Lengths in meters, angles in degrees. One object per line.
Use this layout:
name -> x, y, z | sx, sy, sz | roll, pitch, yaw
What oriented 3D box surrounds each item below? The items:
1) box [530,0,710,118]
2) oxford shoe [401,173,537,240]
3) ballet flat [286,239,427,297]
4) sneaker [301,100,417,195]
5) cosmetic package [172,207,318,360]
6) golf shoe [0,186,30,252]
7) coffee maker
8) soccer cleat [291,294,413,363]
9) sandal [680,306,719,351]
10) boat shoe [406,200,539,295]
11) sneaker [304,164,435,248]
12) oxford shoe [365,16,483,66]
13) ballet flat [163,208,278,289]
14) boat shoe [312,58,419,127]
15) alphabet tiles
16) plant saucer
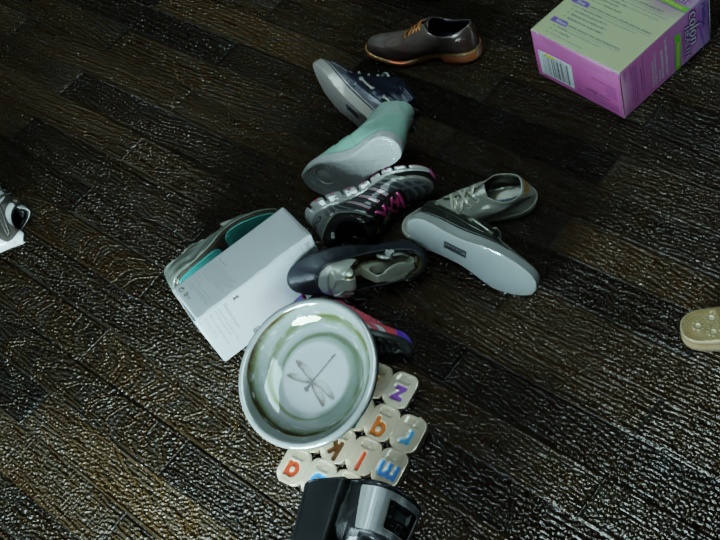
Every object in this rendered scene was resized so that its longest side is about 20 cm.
box -> 0.392, -0.356, 1.649 | 0.200, 0.097, 0.176 | -43, 52, -14
oxford shoe -> 0.152, -0.093, 1.558 | 0.199, 0.058, 0.075 | -15, 54, 10
ballet flat -> 0.000, 0.000, 1.503 | 0.199, 0.073, 0.073 | -11, 49, -12
sneaker -> 0.003, -0.186, 1.653 | 0.200, 0.074, 0.118 | -21, 31, 40
cosmetic package -> -0.150, 0.019, 1.543 | 0.200, 0.113, 0.081 | -37, 51, -8
golf shoe -> -0.599, -0.102, 1.828 | 0.094, 0.078, 0.200 | -8, 51, -9
coffee maker -> -0.039, 0.343, 1.242 | 0.192, 0.135, 0.200 | 2, 54, 21
soccer cleat -> -0.015, 0.073, 1.486 | 0.199, 0.068, 0.073 | 8, 53, 27
sandal -> 0.495, 0.046, 1.323 | 0.211, 0.070, 0.078 | -12, 51, 10
boat shoe -> 0.162, -0.038, 1.490 | 0.200, 0.071, 0.064 | 30, 54, 17
sneaker -> 0.022, -0.085, 1.590 | 0.199, 0.074, 0.088 | -21, 57, 1
oxford shoe -> 0.098, -0.384, 1.787 | 0.199, 0.073, 0.071 | 0, 55, 20
ballet flat -> -0.209, -0.041, 1.639 | 0.200, 0.067, 0.064 | -36, 44, -10
boat shoe -> 0.011, -0.289, 1.754 | 0.093, 0.075, 0.200 | -33, 59, -13
alphabet tiles -> -0.015, 0.205, 1.410 | 0.200, 0.015, 0.196 | 19, 68, 30
plant saucer -> -0.061, 0.137, 1.419 | 0.200, 0.050, 0.201 | -9, 68, 23
